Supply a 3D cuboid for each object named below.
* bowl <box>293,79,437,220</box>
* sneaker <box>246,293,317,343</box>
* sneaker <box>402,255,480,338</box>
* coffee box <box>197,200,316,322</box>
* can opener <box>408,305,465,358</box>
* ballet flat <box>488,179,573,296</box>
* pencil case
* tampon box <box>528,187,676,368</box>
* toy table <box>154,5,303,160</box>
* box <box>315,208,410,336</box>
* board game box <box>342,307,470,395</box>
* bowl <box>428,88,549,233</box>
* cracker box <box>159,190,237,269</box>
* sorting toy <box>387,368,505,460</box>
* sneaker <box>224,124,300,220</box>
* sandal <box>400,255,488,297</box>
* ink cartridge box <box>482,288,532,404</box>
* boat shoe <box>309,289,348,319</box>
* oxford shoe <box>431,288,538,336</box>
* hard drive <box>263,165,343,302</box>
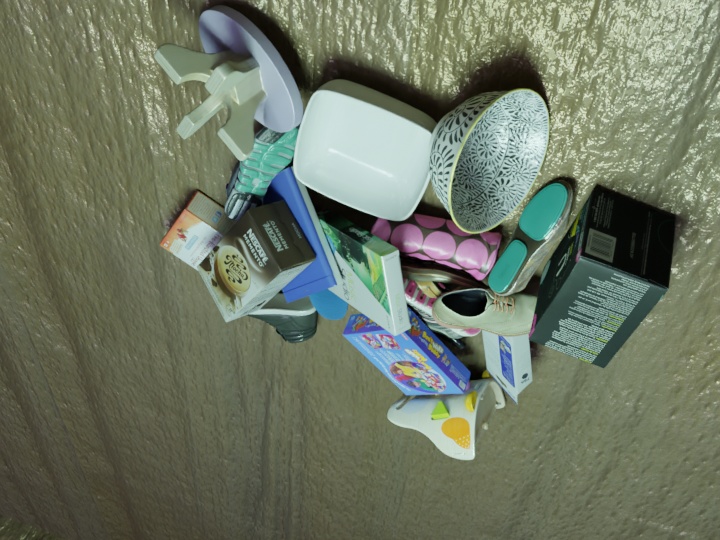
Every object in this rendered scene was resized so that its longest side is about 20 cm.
[{"bbox_3d":[0.013,-0.181,1.222,0.200,0.075,0.200,23,139,1],"label":"bowl"},{"bbox_3d":[-0.172,0.090,1.607,0.200,0.071,0.099,5,132,15],"label":"sneaker"},{"bbox_3d":[0.111,0.054,1.429,0.200,0.074,0.087,35,151,-2],"label":"sneaker"},{"bbox_3d":[-0.174,-0.013,1.369,0.200,0.080,0.113,-40,76,46],"label":"coffee box"},{"bbox_3d":[0.096,0.094,1.497,0.200,0.079,0.063,26,95,4],"label":"can opener"},{"bbox_3d":[0.260,-0.047,1.245,0.067,0.068,0.200,5,127,-44],"label":"ballet flat"},{"bbox_3d":[0.115,-0.042,1.315,0.200,0.091,0.094,16,145,7],"label":"pencil case"},{"bbox_3d":[0.344,0.013,1.212,0.126,0.150,0.200,21,140,2],"label":"tampon box"},{"bbox_3d":[-0.185,-0.255,1.159,0.200,0.117,0.184,44,147,5],"label":"toy table"},{"bbox_3d":[0.000,0.000,1.314,0.200,0.036,0.144,31,140,49],"label":"box"},{"bbox_3d":[0.082,0.146,1.474,0.134,0.045,0.200,-10,135,42],"label":"board game box"},{"bbox_3d":[0.154,-0.160,1.122,0.094,0.201,0.201,34,150,36],"label":"bowl"},{"bbox_3d":[-0.246,-0.038,1.515,0.200,0.058,0.134,34,139,-13],"label":"cracker box"},{"bbox_3d":[0.151,0.250,1.556,0.180,0.200,0.107,-2,108,26],"label":"sorting toy"},{"bbox_3d":[-0.165,-0.177,1.323,0.074,0.088,0.200,18,122,-33],"label":"sneaker"},{"bbox_3d":[0.106,0.015,1.357,0.200,0.080,0.054,9,107,-12],"label":"sandal"},{"bbox_3d":[0.248,0.130,1.433,0.099,0.039,0.200,50,161,43],"label":"ink cartridge box"},{"bbox_3d":[-0.056,-0.003,1.459,0.084,0.069,0.200,-2,130,9],"label":"boat shoe"},{"bbox_3d":[0.213,0.062,1.300,0.200,0.071,0.074,-2,164,0],"label":"oxford shoe"},{"bbox_3d":[-0.112,-0.056,1.370,0.132,0.025,0.200,-20,92,46],"label":"hard drive"}]
